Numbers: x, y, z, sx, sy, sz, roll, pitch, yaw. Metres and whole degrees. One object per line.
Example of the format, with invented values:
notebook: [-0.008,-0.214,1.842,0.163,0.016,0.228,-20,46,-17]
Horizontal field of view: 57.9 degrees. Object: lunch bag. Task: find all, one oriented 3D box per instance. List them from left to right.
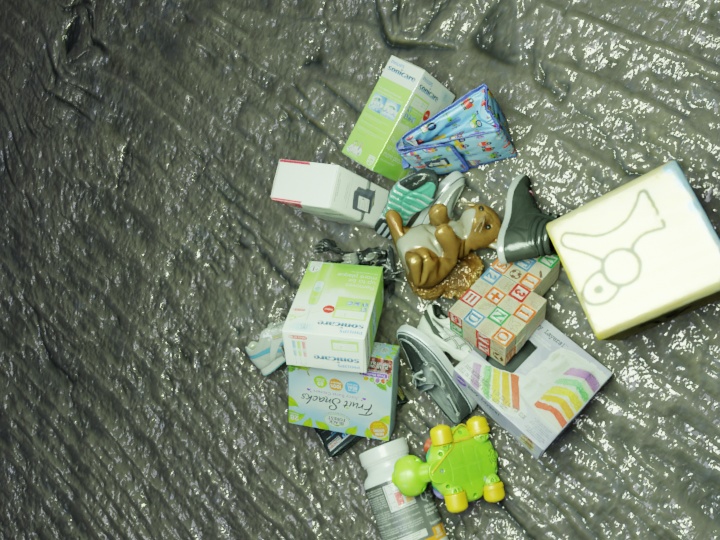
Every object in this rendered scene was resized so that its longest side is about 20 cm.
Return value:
lunch bag: [0.163,-0.233,1.179,0.199,0.150,0.095,-19,75,22]

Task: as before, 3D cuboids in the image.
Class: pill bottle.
pill bottle: [0.074,0.420,1.193,0.116,0.116,0.201,-29,71,25]

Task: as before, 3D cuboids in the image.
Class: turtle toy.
turtle toy: [0.152,0.341,1.133,0.101,0.198,0.147,141,120,-64]

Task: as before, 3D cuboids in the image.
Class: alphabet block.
alphabet block: [0.427,-0.019,0.980,0.199,0.196,0.197,-28,69,26]

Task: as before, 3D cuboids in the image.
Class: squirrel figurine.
squirrel figurine: [0.167,-0.035,1.172,0.185,0.201,0.142,-22,41,-2]

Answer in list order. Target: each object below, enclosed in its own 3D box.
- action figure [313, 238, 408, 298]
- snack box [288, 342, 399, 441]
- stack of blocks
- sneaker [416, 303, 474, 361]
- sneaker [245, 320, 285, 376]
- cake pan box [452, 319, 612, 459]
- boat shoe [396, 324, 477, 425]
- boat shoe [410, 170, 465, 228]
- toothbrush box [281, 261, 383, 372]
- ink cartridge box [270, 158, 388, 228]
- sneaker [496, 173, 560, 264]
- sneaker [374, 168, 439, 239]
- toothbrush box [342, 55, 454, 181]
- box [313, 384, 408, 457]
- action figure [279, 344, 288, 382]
action figure: [0.000,0.000,1.288,0.199,0.102,0.120,16,127,34]
snack box: [-0.032,0.213,1.208,0.198,0.068,0.170,8,111,14]
stack of blocks: [0.255,0.047,1.094,0.115,0.059,0.200,33,65,30]
sneaker: [0.191,0.118,1.179,0.199,0.075,0.088,19,95,31]
sneaker: [-0.164,0.141,1.381,0.200,0.077,0.081,-40,96,21]
cake pan box: [0.278,0.173,1.077,0.184,0.052,0.200,-37,63,-20]
boat shoe: [0.125,0.190,1.174,0.200,0.068,0.072,52,151,-2]
boat shoe: [0.147,-0.091,1.234,0.066,0.072,0.201,42,107,23]
toothbrush box: [-0.043,0.079,1.170,0.144,0.201,0.087,5,129,10]
ink cartridge box: [-0.056,-0.149,1.288,0.144,0.200,0.085,12,88,32]
sneaker: [0.298,-0.091,1.108,0.098,0.071,0.201,-1,48,27]
sneaker: [0.087,-0.145,1.224,0.200,0.074,0.088,-47,19,51]
toothbrush box: [0.075,-0.281,1.244,0.086,0.145,0.201,33,101,29]
box: [-0.023,0.254,1.311,0.200,0.046,0.159,-43,65,20]
action figure: [-0.090,0.170,1.289,0.199,0.069,0.131,-33,95,27]
